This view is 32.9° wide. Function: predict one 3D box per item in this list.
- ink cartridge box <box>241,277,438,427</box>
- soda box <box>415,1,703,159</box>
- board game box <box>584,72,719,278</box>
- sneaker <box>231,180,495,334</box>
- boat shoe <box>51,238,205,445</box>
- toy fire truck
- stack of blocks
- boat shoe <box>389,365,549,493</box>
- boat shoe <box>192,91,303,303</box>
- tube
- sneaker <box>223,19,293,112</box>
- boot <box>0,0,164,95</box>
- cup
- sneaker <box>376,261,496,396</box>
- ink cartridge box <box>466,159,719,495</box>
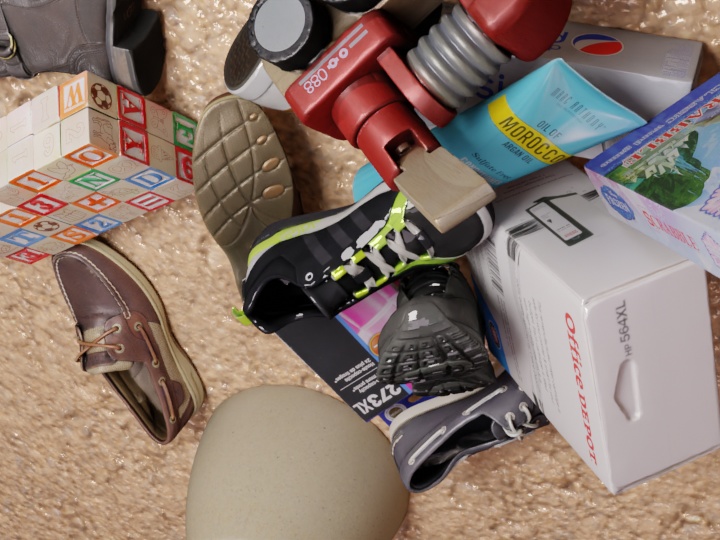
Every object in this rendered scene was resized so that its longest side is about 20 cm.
[{"bbox_3d":[0.007,0.053,0.938,0.095,0.037,0.200,-34,123,15],"label":"ink cartridge box"},{"bbox_3d":[0.116,-0.123,0.801,0.200,0.063,0.068,13,127,14],"label":"soda box"},{"bbox_3d":[0.240,-0.079,0.649,0.200,0.200,0.041,-35,107,0],"label":"board game box"},{"bbox_3d":[0.000,0.000,0.800,0.200,0.083,0.072,-20,128,35],"label":"sneaker"},{"bbox_3d":[-0.207,0.064,1.050,0.072,0.072,0.200,-13,117,28],"label":"boat shoe"},{"bbox_3d":[0.048,-0.116,0.686,0.176,0.129,0.200,-41,67,17],"label":"toy fire truck"},{"bbox_3d":[-0.235,-0.072,0.939,0.200,0.059,0.115,-20,155,32],"label":"stack of blocks"},{"bbox_3d":[0.114,0.116,0.942,0.200,0.063,0.073,-26,125,18],"label":"boat shoe"},{"bbox_3d":[-0.080,-0.048,0.922,0.072,0.068,0.200,-14,123,2],"label":"boat shoe"},{"bbox_3d":[0.078,-0.078,0.779,0.077,0.050,0.200,24,149,-34],"label":"tube"},{"bbox_3d":[-0.006,-0.186,0.819,0.085,0.073,0.200,20,128,-35],"label":"sneaker"},{"bbox_3d":[-0.238,-0.210,0.879,0.174,0.069,0.200,11,128,14],"label":"boot"},{"bbox_3d":[-0.073,0.222,1.059,0.200,0.143,0.201,11,126,15],"label":"cup"},{"bbox_3d":[0.048,0.034,0.831,0.076,0.200,0.091,-9,78,6],"label":"sneaker"},{"bbox_3d":[0.145,0.026,0.800,0.084,0.200,0.146,-21,120,-10],"label":"ink cartridge box"}]
